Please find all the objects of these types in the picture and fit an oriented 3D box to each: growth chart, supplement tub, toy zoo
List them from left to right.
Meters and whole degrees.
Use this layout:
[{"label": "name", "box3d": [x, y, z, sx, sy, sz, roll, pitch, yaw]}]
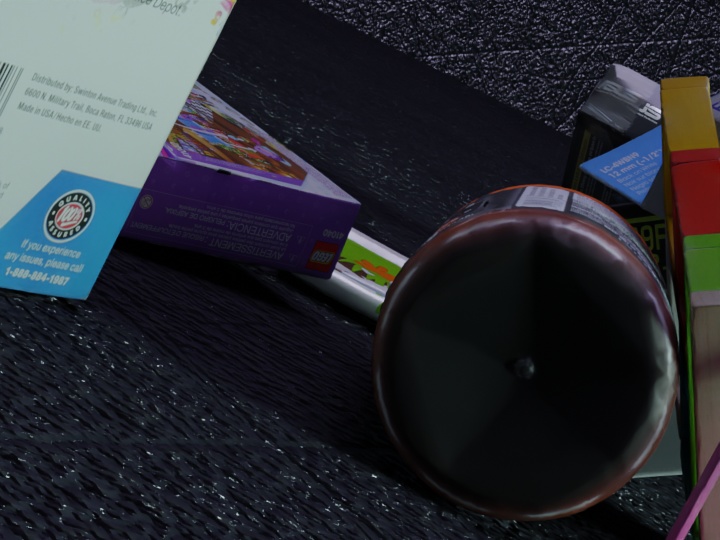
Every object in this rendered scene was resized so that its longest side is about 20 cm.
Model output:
[{"label": "growth chart", "box3d": [0.000, 0.000, 1.044, 0.144, 0.018, 0.200, 28, 7, 0]}, {"label": "supplement tub", "box3d": [0.064, 0.023, 0.808, 0.106, 0.108, 0.200, 29, 8, 3]}, {"label": "toy zoo", "box3d": [0.128, 0.016, 0.815, 0.020, 0.132, 0.201, -4, 31, 6]}]

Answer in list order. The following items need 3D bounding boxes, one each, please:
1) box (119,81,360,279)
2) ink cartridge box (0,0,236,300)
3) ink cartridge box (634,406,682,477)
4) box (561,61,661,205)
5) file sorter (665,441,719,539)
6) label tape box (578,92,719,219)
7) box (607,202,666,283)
[{"label": "box", "box3d": [-0.109, -0.063, 0.937, 0.136, 0.039, 0.200, 13, 17, -39]}, {"label": "ink cartridge box", "box3d": [-0.131, -0.117, 0.680, 0.144, 0.201, 0.147, 33, 9, 28]}, {"label": "ink cartridge box", "box3d": [0.211, 0.047, 1.008, 0.145, 0.087, 0.200, -6, -5, 21]}, {"label": "box", "box3d": [0.189, -0.010, 1.251, 0.160, 0.049, 0.201, 28, -30, 14]}, {"label": "file sorter", "box3d": [0.207, 0.113, 0.670, 0.138, 0.126, 0.200, 22, 11, -35]}, {"label": "label tape box", "box3d": [0.211, -0.056, 0.922, 0.143, 0.067, 0.200, -26, 40, -31]}, {"label": "box", "box3d": [0.183, -0.011, 1.077, 0.199, 0.045, 0.160, -7, -4, 33]}]
